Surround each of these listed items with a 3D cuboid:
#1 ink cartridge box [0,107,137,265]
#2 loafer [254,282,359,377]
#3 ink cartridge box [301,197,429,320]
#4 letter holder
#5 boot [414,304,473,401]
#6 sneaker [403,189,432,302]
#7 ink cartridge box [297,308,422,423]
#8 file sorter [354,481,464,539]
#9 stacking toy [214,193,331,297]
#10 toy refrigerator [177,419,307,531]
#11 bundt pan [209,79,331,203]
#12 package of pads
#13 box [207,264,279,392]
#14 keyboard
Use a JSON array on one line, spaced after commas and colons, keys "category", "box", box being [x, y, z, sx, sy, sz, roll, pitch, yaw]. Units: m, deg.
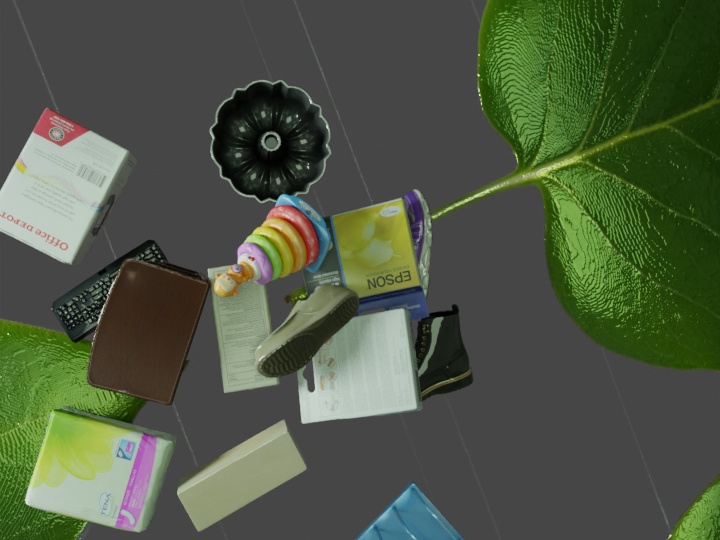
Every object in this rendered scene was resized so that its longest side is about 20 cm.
[{"category": "ink cartridge box", "box": [-0.470, -0.130, 1.094, 0.146, 0.086, 0.202, 28, 86, -7]}, {"category": "loafer", "box": [-0.091, 0.093, 1.101, 0.199, 0.068, 0.076, -36, 135, -18]}, {"category": "ink cartridge box", "box": [0.000, 0.000, 1.151, 0.195, 0.047, 0.203, -13, 88, 12]}, {"category": "letter holder", "box": [-0.337, 0.087, 1.077, 0.140, 0.100, 0.203, 18, 91, -21]}, {"category": "boot", "box": [0.089, 0.146, 1.164, 0.198, 0.077, 0.140, -16, 104, -22]}, {"category": "sneaker", "box": [0.080, -0.039, 1.179, 0.082, 0.081, 0.203, 4, 88, -2]}, {"category": "ink cartridge box", "box": [-0.006, 0.159, 1.126, 0.197, 0.047, 0.163, -11, 75, 16]}, {"category": "file sorter", "box": [0.072, 0.487, 1.140, 0.200, 0.123, 0.139, -43, 94, -7]}, {"category": "stacking toy", "box": [-0.148, -0.020, 1.054, 0.116, 0.110, 0.199, 42, 50, 12]}, {"category": "toy refrigerator", "box": [-0.194, 0.334, 1.133, 0.198, 0.070, 0.077, -29, 100, -7]}, {"category": "bundt pan", "box": [-0.150, -0.208, 1.148, 0.199, 0.076, 0.205, 0, 89, -9]}, {"category": "package of pads", "box": [-0.413, 0.320, 1.100, 0.197, 0.068, 0.157, 17, 85, -7]}, {"category": "box", "box": [-0.192, 0.091, 1.133, 0.093, 0.078, 0.203, -7, 90, -9]}, {"category": "keyboard", "box": [-0.398, 0.042, 1.124, 0.199, 0.040, 0.105, -35, 93, -7]}]
